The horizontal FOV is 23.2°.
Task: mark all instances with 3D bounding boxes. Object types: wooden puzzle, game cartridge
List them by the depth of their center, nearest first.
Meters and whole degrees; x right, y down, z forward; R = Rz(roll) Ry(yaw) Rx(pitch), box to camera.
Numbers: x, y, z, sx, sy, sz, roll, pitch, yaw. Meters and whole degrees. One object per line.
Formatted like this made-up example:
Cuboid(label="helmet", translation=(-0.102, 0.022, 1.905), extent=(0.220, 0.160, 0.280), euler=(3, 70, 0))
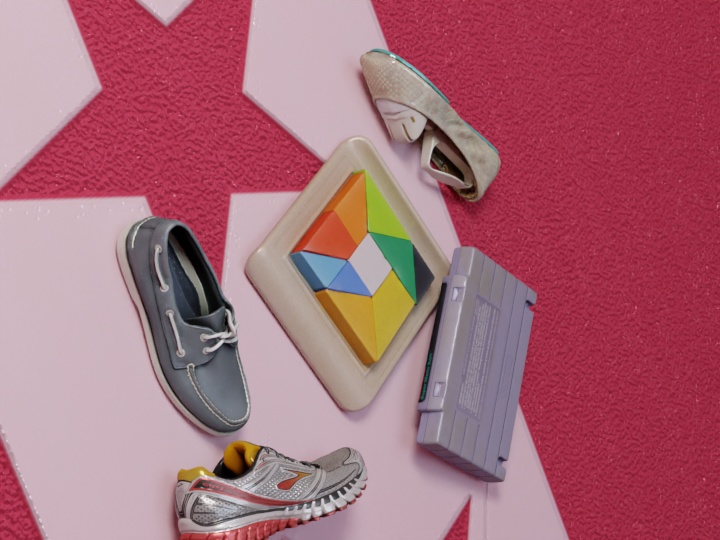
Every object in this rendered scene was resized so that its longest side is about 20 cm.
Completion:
Cuboid(label="wooden puzzle", translation=(0.000, 0.000, 1.618), extent=(0.185, 0.037, 0.200), euler=(56, 49, -21))
Cuboid(label="game cartridge", translation=(0.112, 0.091, 1.697), extent=(0.130, 0.038, 0.201), euler=(31, 63, -43))

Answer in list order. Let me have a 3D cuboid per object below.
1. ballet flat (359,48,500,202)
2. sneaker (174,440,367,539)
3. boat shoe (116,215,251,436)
Cuboid(label="ballet flat", translation=(0.066, -0.135, 1.693), extent=(0.200, 0.067, 0.062), euler=(38, 67, -33))
Cuboid(label="sneaker", translation=(-0.072, 0.178, 1.482), extent=(0.200, 0.078, 0.082), euler=(-13, 90, -45))
Cuboid(label="boat shoe", translation=(-0.136, 0.047, 1.455), extent=(0.073, 0.062, 0.201), euler=(-34, 105, -43))
